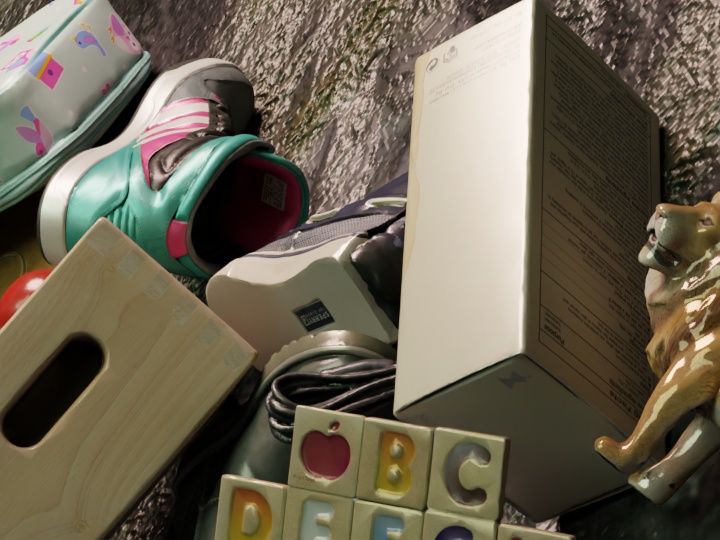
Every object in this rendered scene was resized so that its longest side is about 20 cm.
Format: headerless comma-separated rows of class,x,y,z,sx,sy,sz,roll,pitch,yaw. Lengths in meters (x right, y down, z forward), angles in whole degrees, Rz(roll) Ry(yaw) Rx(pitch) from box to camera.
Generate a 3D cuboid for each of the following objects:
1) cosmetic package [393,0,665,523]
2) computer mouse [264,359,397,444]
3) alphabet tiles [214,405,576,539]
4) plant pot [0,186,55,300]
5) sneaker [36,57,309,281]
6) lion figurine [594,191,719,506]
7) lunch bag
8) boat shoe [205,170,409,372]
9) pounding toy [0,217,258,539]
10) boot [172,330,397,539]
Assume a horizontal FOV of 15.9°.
cosmetic package,0.075,-0.007,1.112,0.073,0.103,0.201,-25,41,32
computer mouse,0.021,0.114,1.094,0.109,0.044,0.201,-7,55,-2
alphabet tiles,0.005,0.160,1.041,0.165,0.006,0.202,8,92,32
plant pot,-0.219,0.022,1.589,0.200,0.027,0.201,-37,35,32
sneaker,-0.076,-0.055,1.405,0.120,0.084,0.200,11,34,23
lion figurine,0.164,0.052,0.984,0.123,0.072,0.200,-49,45,-1
lunch bag,-0.233,-0.082,1.614,0.199,0.077,0.161,-29,19,36
boat shoe,0.000,0.000,1.269,0.093,0.075,0.200,-38,12,-24
pounding toy,-0.170,0.077,1.249,0.200,0.142,0.184,-49,-1,-13
boot,-0.045,0.147,1.179,0.182,0.072,0.201,-48,22,42
